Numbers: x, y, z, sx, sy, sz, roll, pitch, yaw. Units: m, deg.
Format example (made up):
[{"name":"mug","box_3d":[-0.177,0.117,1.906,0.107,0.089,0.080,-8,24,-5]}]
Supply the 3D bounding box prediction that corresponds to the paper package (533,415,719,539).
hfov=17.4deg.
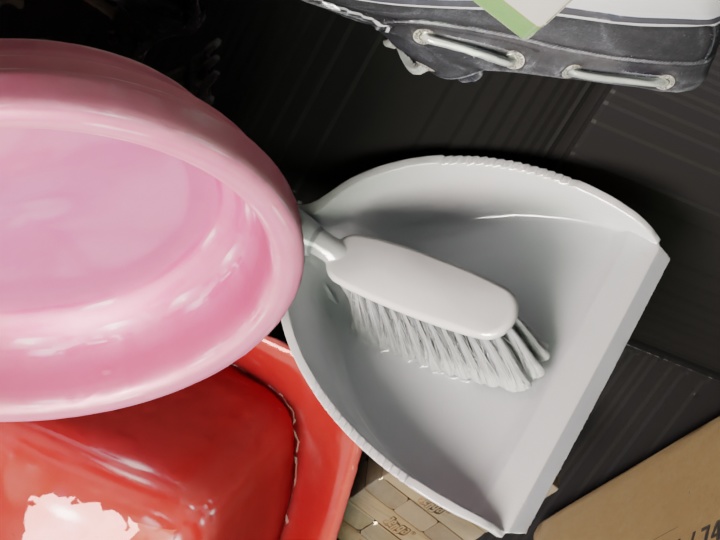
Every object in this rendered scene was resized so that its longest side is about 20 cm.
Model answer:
[{"name":"paper package","box_3d":[0.171,0.151,0.944,0.199,0.191,0.103,-34,120,28]}]

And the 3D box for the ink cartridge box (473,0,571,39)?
[{"name":"ink cartridge box","box_3d":[0.063,-0.177,0.692,0.145,0.048,0.200,34,123,-23]}]

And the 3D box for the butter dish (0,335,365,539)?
[{"name":"butter dish","box_3d":[-0.123,0.110,0.936,0.198,0.148,0.201,24,121,10]}]

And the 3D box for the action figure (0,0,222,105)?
[{"name":"action figure","box_3d":[-0.148,-0.103,0.817,0.198,0.120,0.102,9,141,-14]}]

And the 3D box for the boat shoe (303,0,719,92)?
[{"name":"boat shoe","box_3d":[0.033,-0.099,0.831,0.198,0.072,0.068,5,130,-8]}]

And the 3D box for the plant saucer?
[{"name":"plant saucer","box_3d":[-0.120,-0.015,0.811,0.199,0.051,0.201,-5,149,-3]}]

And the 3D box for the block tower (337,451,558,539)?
[{"name":"block tower","box_3d":[0.001,0.103,1.011,0.058,0.054,0.200,38,124,-25]}]

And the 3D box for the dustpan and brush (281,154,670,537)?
[{"name":"dustpan and brush","box_3d":[0.000,0.000,0.903,0.199,0.140,0.057,21,159,25]}]
